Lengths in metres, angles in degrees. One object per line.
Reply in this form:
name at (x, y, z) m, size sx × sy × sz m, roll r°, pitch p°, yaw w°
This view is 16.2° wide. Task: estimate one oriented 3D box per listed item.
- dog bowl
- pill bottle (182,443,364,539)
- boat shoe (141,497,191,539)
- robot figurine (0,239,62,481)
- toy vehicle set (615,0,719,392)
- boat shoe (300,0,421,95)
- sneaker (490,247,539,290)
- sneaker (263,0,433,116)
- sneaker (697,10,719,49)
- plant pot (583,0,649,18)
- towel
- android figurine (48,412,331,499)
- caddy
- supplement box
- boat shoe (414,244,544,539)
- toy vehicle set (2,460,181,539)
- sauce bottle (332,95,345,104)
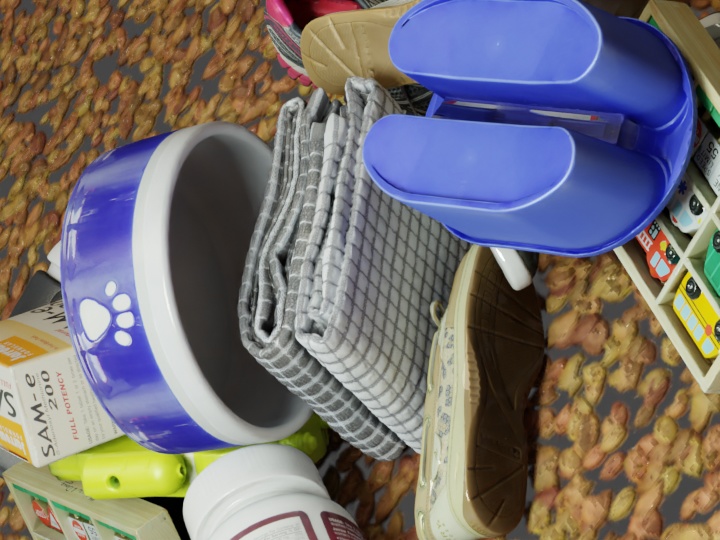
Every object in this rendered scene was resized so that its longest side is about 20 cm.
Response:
dog bowl at (-0.099, 0.012, 1.577) m, size 0.079 × 0.200 × 0.201 m, roll -11°, pitch 54°, yaw 27°
pill bottle at (-0.037, 0.206, 1.534) m, size 0.110 × 0.109 × 0.200 m, roll -46°, pitch 43°, yaw 20°
boat shoe at (-0.092, 0.172, 1.692) m, size 0.075 × 0.066 × 0.199 m, roll -60°, pitch 33°, yaw -3°
robot figurine at (-0.203, 0.067, 1.847) m, size 0.201 × 0.125 × 0.150 m, roll -60°, pitch 22°, yaw -1°
toy vehicle set at (0.190, -0.044, 1.437) m, size 0.125 × 0.026 × 0.200 m, roll -63°, pitch 38°, yaw 34°
boat shoe at (0.060, -0.152, 1.610) m, size 0.199 × 0.069 × 0.071 m, roll 3°, pitch 111°, yaw 31°
sneaker at (0.112, -0.069, 1.565) m, size 0.099 × 0.071 × 0.200 m, roll -21°, pitch 33°, yaw 10°
sneaker at (0.026, -0.146, 1.710) m, size 0.199 × 0.075 × 0.081 m, roll 13°, pitch 70°, yaw 17°
sneaker at (0.259, -0.115, 1.452) m, size 0.200 × 0.075 × 0.116 m, roll -36°, pitch 44°, yaw 48°
plant pot at (0.105, -0.233, 1.664) m, size 0.188 × 0.187 × 0.200 m, roll -53°, pitch 49°, yaw 11°
towel at (0.000, 0.000, 1.598) m, size 0.085 × 0.166 × 0.201 m, roll -11°, pitch 55°, yaw 29°
android figurine at (-0.105, 0.111, 1.689) m, size 0.199 × 0.041 × 0.182 m, roll -4°, pitch 16°, yaw 31°
caddy at (0.098, -0.085, 1.449) m, size 0.199 × 0.105 × 0.142 m, roll 9°, pitch 81°, yaw 44°
supplement box at (-0.162, 0.056, 1.715) m, size 0.126 × 0.199 × 0.074 m, roll 14°, pitch 120°, yaw 59°
boat shoe at (0.065, 0.072, 1.552) m, size 0.063 × 0.073 × 0.201 m, roll -23°, pitch 47°, yaw 41°
toy vehicle set at (-0.166, 0.200, 1.724) m, size 0.026 × 0.125 × 0.200 m, roll -33°, pitch 23°, yaw -25°
sauce bottle at (0.028, -0.174, 1.799) m, size 0.066 × 0.066 × 0.201 m, roll -12°, pitch 58°, yaw 49°
